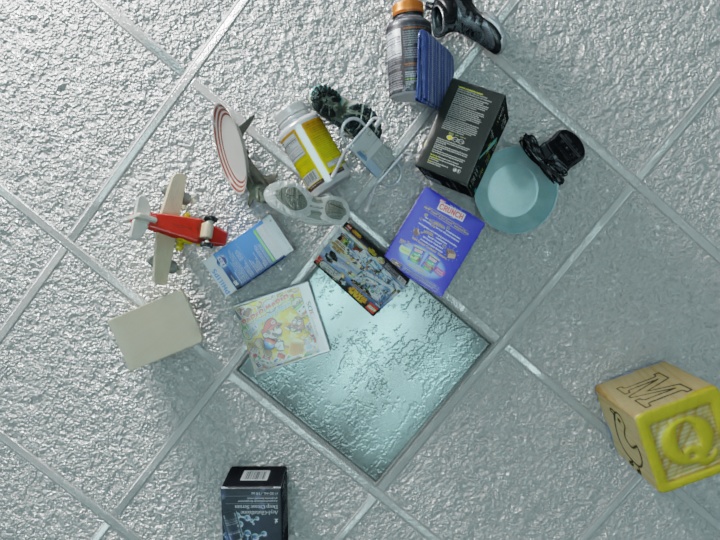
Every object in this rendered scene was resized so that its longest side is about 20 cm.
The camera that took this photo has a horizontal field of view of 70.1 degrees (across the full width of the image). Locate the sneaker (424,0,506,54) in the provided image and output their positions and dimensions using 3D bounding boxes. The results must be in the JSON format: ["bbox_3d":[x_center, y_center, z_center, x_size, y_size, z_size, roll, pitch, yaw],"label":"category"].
[{"bbox_3d":[0.231,-0.546,1.152,0.114,0.075,0.200,-42,89,-18],"label":"sneaker"}]

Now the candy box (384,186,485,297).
[{"bbox_3d":[0.171,-0.068,1.215,0.168,0.077,0.202,31,96,-1],"label":"candy box"}]

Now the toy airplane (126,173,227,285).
[{"bbox_3d":[-0.435,-0.095,1.181,0.199,0.141,0.200,-39,99,-23],"label":"toy airplane"}]

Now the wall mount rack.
[{"bbox_3d":[0.019,-0.241,1.162,0.174,0.075,0.200,-49,118,-1],"label":"wall mount rack"}]

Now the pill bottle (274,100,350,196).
[{"bbox_3d":[-0.113,-0.280,1.177,0.108,0.109,0.202,-30,95,3],"label":"pill bottle"}]

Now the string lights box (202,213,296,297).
[{"bbox_3d":[-0.263,-0.036,1.228,0.199,0.059,0.103,-34,94,3],"label":"string lights box"}]

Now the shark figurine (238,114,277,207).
[{"bbox_3d":[-0.243,-0.241,1.212,0.088,0.128,0.217,-17,77,-23],"label":"shark figurine"}]

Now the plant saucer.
[{"bbox_3d":[0.365,-0.190,1.221,0.197,0.039,0.205,0,97,0],"label":"plant saucer"}]

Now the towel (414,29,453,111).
[{"bbox_3d":[0.165,-0.425,1.128,0.024,0.199,0.147,3,96,28],"label":"towel"}]

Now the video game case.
[{"bbox_3d":[-0.192,0.142,1.264,0.197,0.023,0.185,-18,95,2],"label":"video game case"}]

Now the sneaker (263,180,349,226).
[{"bbox_3d":[-0.130,-0.137,1.159,0.197,0.099,0.079,17,72,-23],"label":"sneaker"}]

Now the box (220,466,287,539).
[{"bbox_3d":[-0.258,0.604,1.270,0.146,0.107,0.204,-1,97,0],"label":"box"}]

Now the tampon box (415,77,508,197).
[{"bbox_3d":[0.229,-0.289,1.140,0.125,0.150,0.202,25,95,18],"label":"tampon box"}]

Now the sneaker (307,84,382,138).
[{"bbox_3d":[-0.036,-0.363,1.188,0.199,0.086,0.078,30,96,-26],"label":"sneaker"}]

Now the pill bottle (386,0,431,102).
[{"bbox_3d":[0.111,-0.493,1.156,0.104,0.106,0.204,-3,96,0],"label":"pill bottle"}]

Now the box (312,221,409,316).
[{"bbox_3d":[0.000,0.000,1.206,0.200,0.040,0.137,42,131,-4],"label":"box"}]

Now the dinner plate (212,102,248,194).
[{"bbox_3d":[-0.287,-0.272,1.149,0.024,0.199,0.203,-19,96,-25],"label":"dinner plate"}]

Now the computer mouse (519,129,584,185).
[{"bbox_3d":[0.440,-0.263,1.170,0.199,0.053,0.139,-28,79,-38],"label":"computer mouse"}]

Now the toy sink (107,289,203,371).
[{"bbox_3d":[-0.463,0.130,1.220,0.198,0.112,0.132,-23,95,7],"label":"toy sink"}]

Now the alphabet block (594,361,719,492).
[{"bbox_3d":[0.703,0.353,1.194,0.194,0.200,0.198,-23,95,3],"label":"alphabet block"}]
